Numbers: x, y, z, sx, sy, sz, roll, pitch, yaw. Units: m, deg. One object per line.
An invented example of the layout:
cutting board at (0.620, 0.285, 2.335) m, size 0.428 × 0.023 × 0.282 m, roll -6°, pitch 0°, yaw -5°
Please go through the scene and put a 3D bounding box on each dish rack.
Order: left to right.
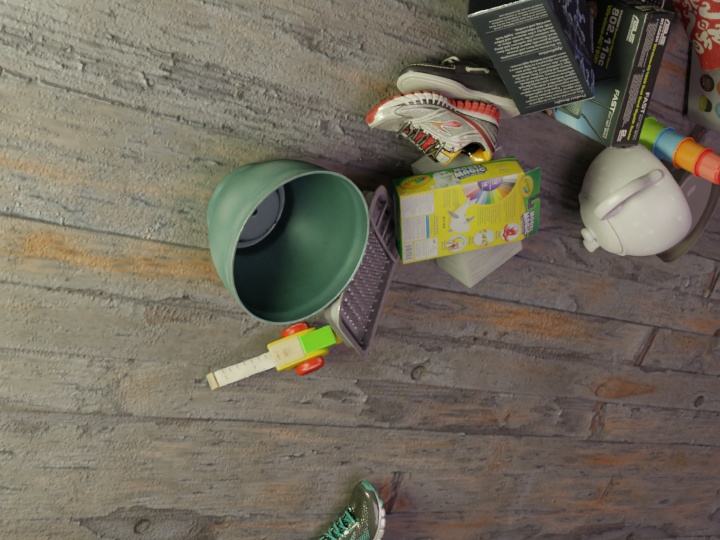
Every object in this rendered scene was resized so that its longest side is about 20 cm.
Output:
dish rack at (0.000, 0.000, 1.630) m, size 0.172 × 0.043 × 0.201 m, roll 58°, pitch 46°, yaw -64°

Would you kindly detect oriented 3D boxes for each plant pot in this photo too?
plant pot at (-0.107, -0.053, 1.502) m, size 0.199 × 0.134 × 0.202 m, roll -21°, pitch 127°, yaw -30°

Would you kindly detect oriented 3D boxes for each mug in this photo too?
mug at (0.496, -0.409, 1.793) m, size 0.133 × 0.177 × 0.200 m, roll -44°, pitch 107°, yaw -26°

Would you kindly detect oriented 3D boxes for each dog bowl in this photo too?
dog bowl at (0.533, -0.115, 2.059) m, size 0.200 × 0.058 × 0.201 m, roll -33°, pitch 138°, yaw -35°

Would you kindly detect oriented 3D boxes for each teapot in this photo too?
teapot at (0.405, -0.095, 1.894) m, size 0.146 × 0.197 × 0.201 m, roll -35°, pitch 123°, yaw -3°

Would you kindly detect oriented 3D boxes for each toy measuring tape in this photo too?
toy measuring tape at (-0.113, 0.121, 1.664) m, size 0.199 × 0.074 × 0.074 m, roll -21°, pitch 129°, yaw -13°

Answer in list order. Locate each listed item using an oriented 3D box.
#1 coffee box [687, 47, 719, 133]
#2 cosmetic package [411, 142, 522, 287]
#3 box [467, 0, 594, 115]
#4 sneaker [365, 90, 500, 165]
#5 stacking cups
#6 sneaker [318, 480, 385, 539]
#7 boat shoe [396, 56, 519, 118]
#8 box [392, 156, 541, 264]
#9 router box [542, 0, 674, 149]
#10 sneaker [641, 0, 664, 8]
coffee box at (0.666, -0.331, 1.959) m, size 0.199 × 0.197 × 0.201 m, roll -27°, pitch 129°, yaw -29°
cosmetic package at (0.155, -0.089, 1.748) m, size 0.113 × 0.081 × 0.201 m, roll -34°, pitch 132°, yaw -20°
box at (0.226, -0.328, 1.594) m, size 0.200 × 0.106 × 0.149 m, roll 50°, pitch 37°, yaw -47°
sneaker at (0.100, -0.185, 1.607) m, size 0.199 × 0.078 × 0.083 m, roll 6°, pitch 78°, yaw -26°
stacking cups at (0.478, -0.187, 1.882) m, size 0.060 × 0.200 × 0.061 m, roll -20°, pitch 128°, yaw -28°
sneaker at (-0.024, 0.423, 1.917) m, size 0.091 × 0.078 × 0.201 m, roll 0°, pitch 114°, yaw -37°
boat shoe at (0.134, -0.253, 1.640) m, size 0.199 × 0.074 × 0.061 m, roll 8°, pitch 74°, yaw -30°
box at (0.145, -0.084, 1.647) m, size 0.198 × 0.049 × 0.118 m, roll -10°, pitch 129°, yaw -7°
router box at (0.348, -0.291, 1.739) m, size 0.062 × 0.150 × 0.201 m, roll -8°, pitch 120°, yaw -35°
sneaker at (0.394, -0.348, 1.805) m, size 0.080 × 0.073 × 0.201 m, roll -71°, pitch -178°, yaw -56°
